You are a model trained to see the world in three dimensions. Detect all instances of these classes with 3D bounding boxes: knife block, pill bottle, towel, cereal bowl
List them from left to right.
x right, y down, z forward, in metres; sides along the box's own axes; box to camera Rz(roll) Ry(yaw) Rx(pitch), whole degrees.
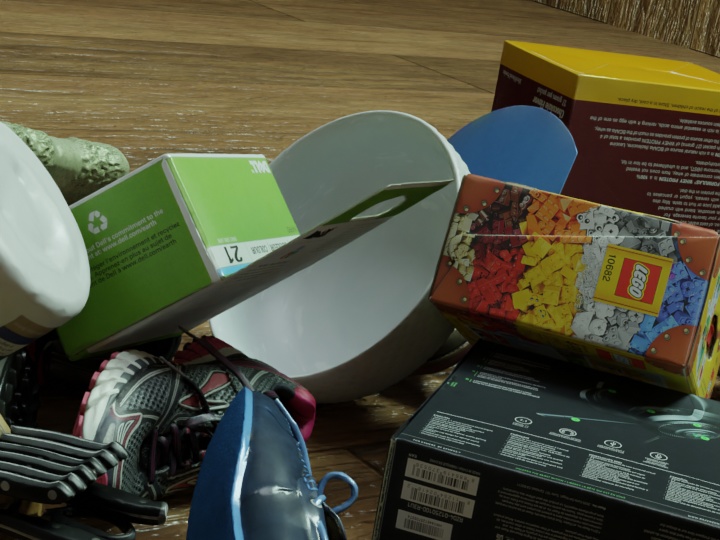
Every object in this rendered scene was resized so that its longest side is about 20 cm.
[{"bbox_3d":[-0.241,0.017,0.766,0.198,0.112,0.111,-28,11,12],"label":"pill bottle"},{"bbox_3d":[-0.185,0.128,0.691,0.177,0.199,0.064,57,22,0],"label":"knife block"},{"bbox_3d":[-0.271,-0.054,1.063,0.198,0.037,0.148,-17,-15,29],"label":"towel"},{"bbox_3d":[0.000,0.000,1.024,0.199,0.201,0.083,27,-9,45],"label":"cereal bowl"}]

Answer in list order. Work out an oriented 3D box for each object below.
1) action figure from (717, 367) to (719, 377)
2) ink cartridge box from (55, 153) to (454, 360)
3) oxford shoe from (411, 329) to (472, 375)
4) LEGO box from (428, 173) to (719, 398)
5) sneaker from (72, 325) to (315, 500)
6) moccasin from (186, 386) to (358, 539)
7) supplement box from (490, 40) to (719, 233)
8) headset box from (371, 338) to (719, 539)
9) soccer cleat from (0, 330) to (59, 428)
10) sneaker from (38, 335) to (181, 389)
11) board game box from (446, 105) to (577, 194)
[{"bbox_3d":[0.318,0.066,1.146,0.198,0.070,0.130,19,-1,1],"label":"action figure"},{"bbox_3d":[-0.063,-0.032,0.861,0.199,0.076,0.148,-28,-5,17],"label":"ink cartridge box"},{"bbox_3d":[0.012,0.015,1.102,0.070,0.075,0.199,-30,29,-21],"label":"oxford shoe"},{"bbox_3d":[0.137,0.021,0.929,0.147,0.078,0.200,15,-9,18],"label":"LEGO box"},{"bbox_3d":[-0.090,0.081,0.841,0.074,0.082,0.200,18,18,19],"label":"sneaker"},{"bbox_3d":[-0.041,0.134,0.729,0.068,0.081,0.201,20,30,-17],"label":"moccasin"},{"bbox_3d":[0.212,-0.072,1.319,0.195,0.203,0.133,3,18,-24],"label":"supplement box"},{"bbox_3d":[0.115,0.118,0.817,0.172,0.094,0.200,14,16,13],"label":"headset box"},{"bbox_3d":[-0.205,0.036,0.858,0.072,0.069,0.201,-4,42,8],"label":"soccer cleat"},{"bbox_3d":[-0.152,0.027,1.002,0.097,0.072,0.201,12,19,8],"label":"sneaker"},{"bbox_3d":[0.092,-0.023,1.150,0.039,0.202,0.157,31,-13,-34],"label":"board game box"}]
